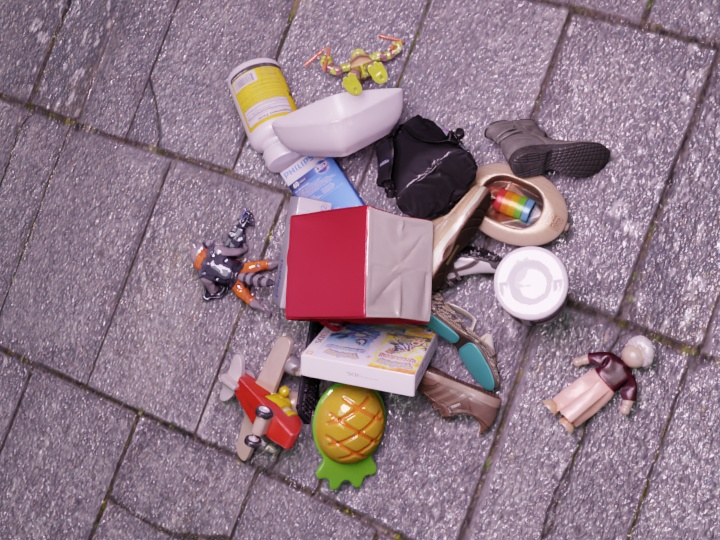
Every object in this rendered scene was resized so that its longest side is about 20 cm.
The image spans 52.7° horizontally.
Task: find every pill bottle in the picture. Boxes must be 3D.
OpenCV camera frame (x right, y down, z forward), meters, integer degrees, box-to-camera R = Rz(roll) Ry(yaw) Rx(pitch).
[{"bbox_3d":[-0.175,-0.297,1.405,0.111,0.111,0.201,-24,77,11],"label":"pill bottle"},{"bbox_3d":[0.283,0.031,1.192,0.113,0.200,0.115,-2,82,15],"label":"pill bottle"}]

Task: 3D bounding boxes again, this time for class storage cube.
[{"bbox_3d":[0.000,0.000,1.200,0.179,0.170,0.202,-4,81,42],"label":"storage cube"}]

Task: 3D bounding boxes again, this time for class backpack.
[{"bbox_3d":[0.107,-0.182,1.268,0.166,0.127,0.200,-33,32,6],"label":"backpack"}]

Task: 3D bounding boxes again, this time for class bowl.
[{"bbox_3d":[-0.035,-0.263,1.308,0.199,0.200,0.075,9,125,44],"label":"bowl"}]

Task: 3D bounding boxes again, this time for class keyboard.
[{"bbox_3d":[-0.082,0.178,1.308,0.020,0.127,0.201,2,59,10],"label":"keyboard"}]

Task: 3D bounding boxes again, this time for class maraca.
[{"bbox_3d":[-0.021,0.291,1.290,0.136,0.107,0.201,1,98,-16],"label":"maraca"}]

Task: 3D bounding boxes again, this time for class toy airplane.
[{"bbox_3d":[-0.171,0.239,1.336,0.200,0.140,0.200,-29,60,47],"label":"toy airplane"}]

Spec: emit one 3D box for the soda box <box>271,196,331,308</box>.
[{"bbox_3d":[-0.107,-0.030,1.310,0.063,0.068,0.201,9,93,-21],"label":"soda box"}]

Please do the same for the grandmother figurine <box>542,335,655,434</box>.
[{"bbox_3d":[0.409,0.187,1.214,0.200,0.061,0.121,-44,83,9],"label":"grandmother figurine"}]

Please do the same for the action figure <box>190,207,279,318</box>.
[{"bbox_3d":[-0.235,-0.022,1.393,0.192,0.105,0.201,18,91,6],"label":"action figure"}]

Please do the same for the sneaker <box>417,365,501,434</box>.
[{"bbox_3d":[0.142,0.220,1.274,0.199,0.070,0.076,21,94,18],"label":"sneaker"}]

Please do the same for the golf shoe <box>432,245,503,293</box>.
[{"bbox_3d":[0.161,-0.001,1.305,0.199,0.078,0.095,7,102,18],"label":"golf shoe"}]

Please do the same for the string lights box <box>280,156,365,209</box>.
[{"bbox_3d":[-0.055,-0.129,1.378,0.102,0.059,0.201,-34,76,8],"label":"string lights box"}]

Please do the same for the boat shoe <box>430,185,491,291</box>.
[{"bbox_3d":[0.143,-0.066,1.237,0.076,0.072,0.201,35,91,29],"label":"boat shoe"}]

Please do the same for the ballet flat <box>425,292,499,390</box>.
[{"bbox_3d":[0.186,0.115,1.274,0.200,0.068,0.075,46,58,1],"label":"ballet flat"}]

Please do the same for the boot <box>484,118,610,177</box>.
[{"bbox_3d":[0.327,-0.227,1.275,0.199,0.068,0.131,-3,44,-16],"label":"boot"}]

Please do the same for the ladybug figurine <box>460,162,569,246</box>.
[{"bbox_3d":[0.272,-0.111,1.280,0.199,0.072,0.136,29,90,17],"label":"ladybug figurine"}]

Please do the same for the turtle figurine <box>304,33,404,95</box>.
[{"bbox_3d":[-0.007,-0.382,1.373,0.199,0.162,0.065,-10,124,2],"label":"turtle figurine"}]

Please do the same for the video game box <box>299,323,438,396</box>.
[{"bbox_3d":[0.019,0.140,1.261,0.199,0.182,0.047,8,115,15],"label":"video game box"}]
